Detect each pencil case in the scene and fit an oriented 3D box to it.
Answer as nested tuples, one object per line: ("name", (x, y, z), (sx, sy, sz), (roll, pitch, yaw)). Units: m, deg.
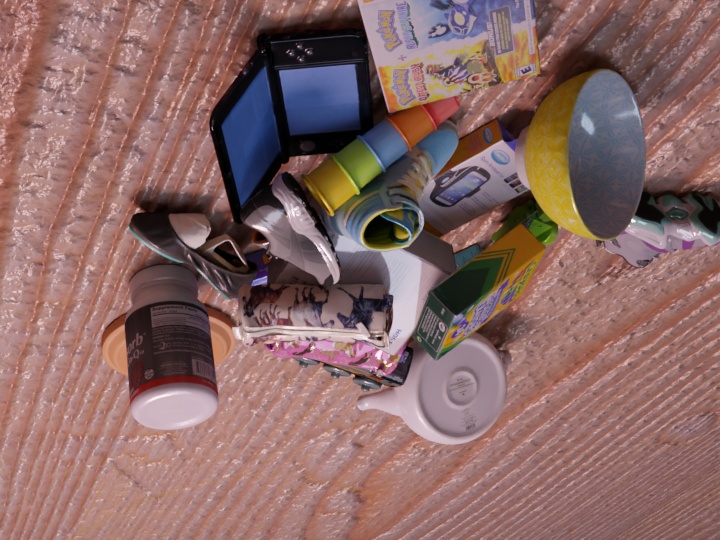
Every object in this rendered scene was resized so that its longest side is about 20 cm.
("pencil case", (-0.034, 0.090, 1.595), (0.199, 0.087, 0.083), (12, 133, -17))
("pencil case", (-0.058, 0.057, 1.429), (0.199, 0.090, 0.078), (0, 115, -1))

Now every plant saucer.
("plant saucer", (-0.284, 0.114, 1.708), (0.199, 0.032, 0.201), (-8, 148, -5))

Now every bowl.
("bowl", (0.251, -0.137, 1.375), (0.107, 0.201, 0.200), (2, 160, 39))

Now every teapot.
("teapot", (0.131, 0.178, 1.832), (0.200, 0.198, 0.146), (30, 170, -21))

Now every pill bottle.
("pill bottle", (-0.257, 0.101, 1.538), (0.115, 0.201, 0.116), (-8, 148, -5))

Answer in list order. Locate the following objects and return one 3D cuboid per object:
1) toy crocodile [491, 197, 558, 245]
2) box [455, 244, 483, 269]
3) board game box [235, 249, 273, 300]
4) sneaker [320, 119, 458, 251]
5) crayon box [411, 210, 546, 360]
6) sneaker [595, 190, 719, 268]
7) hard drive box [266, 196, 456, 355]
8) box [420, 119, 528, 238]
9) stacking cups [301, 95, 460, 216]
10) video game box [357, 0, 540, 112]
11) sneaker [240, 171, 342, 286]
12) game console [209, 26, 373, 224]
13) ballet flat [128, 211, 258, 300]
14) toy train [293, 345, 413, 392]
("toy crocodile", (0.255, -0.088, 1.546), (0.067, 0.062, 0.200), (14, 144, -32))
("box", (0.107, 0.037, 1.692), (0.199, 0.049, 0.082), (-26, 145, 21))
("board game box", (-0.072, 0.010, 1.599), (0.199, 0.045, 0.135), (-17, 147, 9))
("sneaker", (0.060, -0.093, 1.351), (0.200, 0.131, 0.080), (-41, 125, -5))
("crayon box", (0.165, 0.020, 1.494), (0.200, 0.052, 0.126), (-36, 161, -26))
("sneaker", (0.434, -0.047, 1.649), (0.199, 0.078, 0.140), (10, 144, -14))
("hard drive box", (0.000, 0.000, 1.492), (0.199, 0.077, 0.156), (27, 119, -18))
("box", (0.142, -0.119, 1.476), (0.200, 0.042, 0.119), (-30, 143, 22))
("stacking cups", (0.024, -0.149, 1.323), (0.200, 0.061, 0.061), (-40, 146, -4))
("video game box", (0.096, -0.266, 1.228), (0.181, 0.047, 0.200), (-12, 147, 6))
("sneaker", (-0.080, -0.039, 1.346), (0.079, 0.074, 0.200), (-29, 144, 3))
("game console", (-0.069, -0.156, 1.274), (0.171, 0.119, 0.200), (-5, 148, 1))
("ballet flat", (-0.207, -0.034, 1.473), (0.068, 0.068, 0.200), (-40, 135, 14))
("toy train", (-0.016, 0.119, 1.700), (0.199, 0.086, 0.114), (22, 164, -15))
